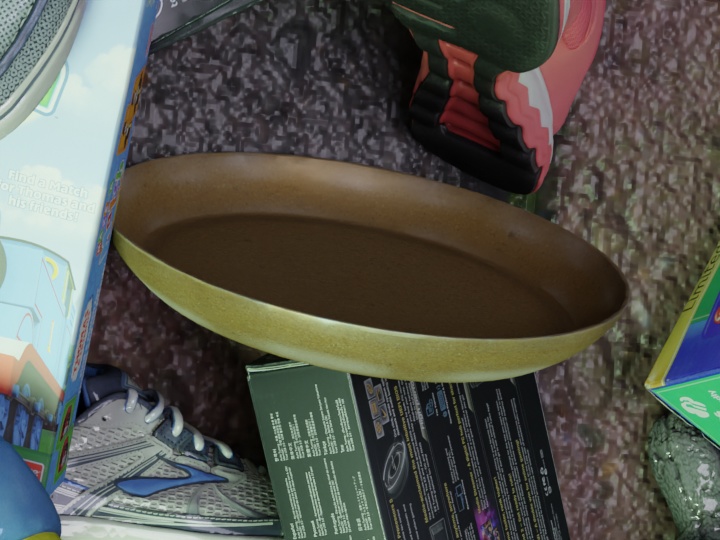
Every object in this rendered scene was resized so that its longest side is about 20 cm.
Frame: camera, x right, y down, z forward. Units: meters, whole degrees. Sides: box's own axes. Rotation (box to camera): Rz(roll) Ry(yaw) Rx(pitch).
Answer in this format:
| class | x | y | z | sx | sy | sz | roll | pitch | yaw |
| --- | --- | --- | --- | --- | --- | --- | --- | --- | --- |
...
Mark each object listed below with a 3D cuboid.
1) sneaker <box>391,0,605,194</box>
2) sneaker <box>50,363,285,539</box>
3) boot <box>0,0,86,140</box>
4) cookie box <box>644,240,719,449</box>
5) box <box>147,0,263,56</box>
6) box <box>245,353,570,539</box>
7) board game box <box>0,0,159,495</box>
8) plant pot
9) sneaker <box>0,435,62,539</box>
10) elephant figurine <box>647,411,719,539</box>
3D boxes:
| class | x | y | z | sx | sy | sz | roll | pitch | yaw |
| --- | --- | --- | --- | --- | --- | --- | --- | --- | --- |
| sneaker | 0.058 | -0.112 | 1.141 | 0.074 | 0.200 | 0.087 | 26 | 67 | 12 |
| sneaker | -0.083 | 0.077 | 1.131 | 0.199 | 0.077 | 0.085 | 1 | 85 | -25 |
| boot | -0.116 | -0.142 | 0.957 | 0.073 | 0.090 | 0.201 | 14 | 84 | 6 |
| cookie box | 0.228 | -0.013 | 1.174 | 0.075 | 0.200 | 0.171 | 40 | 61 | -18 |
| box | -0.098 | -0.186 | 1.095 | 0.132 | 0.115 | 0.200 | -27 | 102 | -19 |
| box | 0.031 | 0.111 | 1.146 | 0.160 | 0.043 | 0.201 | -27 | 106 | -62 |
| board game box | -0.160 | -0.032 | 1.046 | 0.151 | 0.037 | 0.201 | 15 | 106 | 6 |
| plant pot | 0.000 | 0.000 | 1.104 | 0.199 | 0.200 | 0.028 | 4 | 108 | -23 |
| sneaker | -0.181 | 0.125 | 1.062 | 0.079 | 0.200 | 0.066 | 55 | 30 | 16 |
| elephant figurine | 0.147 | 0.179 | 1.193 | 0.141 | 0.155 | 0.201 | -27 | 109 | -26 |
